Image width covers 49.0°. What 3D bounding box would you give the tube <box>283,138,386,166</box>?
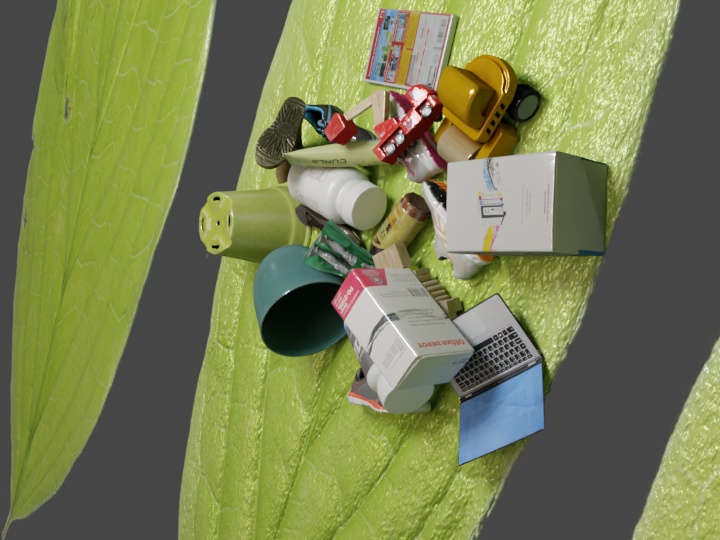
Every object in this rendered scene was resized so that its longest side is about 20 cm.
[{"bbox_3d":[-0.041,-0.217,1.495,0.052,0.199,0.058,-88,-7,-49],"label":"tube"}]

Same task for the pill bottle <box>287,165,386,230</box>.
[{"bbox_3d":[-0.044,-0.155,1.553,0.200,0.114,0.115,32,111,43],"label":"pill bottle"}]

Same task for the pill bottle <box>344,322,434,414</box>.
[{"bbox_3d":[0.051,0.149,1.414,0.114,0.113,0.200,-57,39,29],"label":"pill bottle"}]

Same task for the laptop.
[{"bbox_3d":[0.192,0.177,1.283,0.187,0.116,0.200,-36,88,39],"label":"laptop"}]

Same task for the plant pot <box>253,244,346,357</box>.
[{"bbox_3d":[-0.124,0.045,1.581,0.201,0.200,0.161,-57,40,28],"label":"plant pot"}]

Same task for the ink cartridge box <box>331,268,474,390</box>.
[{"bbox_3d":[0.069,0.093,1.303,0.200,0.144,0.085,53,125,32],"label":"ink cartridge box"}]

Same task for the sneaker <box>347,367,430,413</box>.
[{"bbox_3d":[0.049,0.219,1.472,0.199,0.077,0.082,3,85,46],"label":"sneaker"}]

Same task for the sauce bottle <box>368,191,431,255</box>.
[{"bbox_3d":[0.058,-0.056,1.476,0.200,0.066,0.066,-54,53,32],"label":"sauce bottle"}]

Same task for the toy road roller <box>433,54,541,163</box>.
[{"bbox_3d":[0.181,-0.255,1.295,0.123,0.146,0.201,49,122,36],"label":"toy road roller"}]

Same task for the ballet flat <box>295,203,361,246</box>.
[{"bbox_3d":[-0.059,-0.093,1.618,0.200,0.046,0.068,32,144,41],"label":"ballet flat"}]

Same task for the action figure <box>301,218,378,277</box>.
[{"bbox_3d":[0.000,0.000,1.468,0.118,0.199,0.055,-51,14,40],"label":"action figure"}]

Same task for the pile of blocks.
[{"bbox_3d":[0.106,0.033,1.416,0.200,0.062,0.082,49,123,23],"label":"pile of blocks"}]

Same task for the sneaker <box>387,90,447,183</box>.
[{"bbox_3d":[0.083,-0.242,1.445,0.088,0.081,0.201,-43,59,35],"label":"sneaker"}]

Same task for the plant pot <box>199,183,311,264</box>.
[{"bbox_3d":[-0.238,-0.097,1.706,0.200,0.184,0.202,-2,87,47],"label":"plant pot"}]

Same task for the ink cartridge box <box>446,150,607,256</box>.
[{"bbox_3d":[0.251,-0.095,1.214,0.199,0.147,0.146,2,90,47],"label":"ink cartridge box"}]

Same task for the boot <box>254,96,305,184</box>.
[{"bbox_3d":[-0.156,-0.231,1.604,0.176,0.066,0.200,-61,-5,-24],"label":"boot"}]

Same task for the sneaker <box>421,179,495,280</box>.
[{"bbox_3d":[0.149,-0.069,1.379,0.092,0.075,0.201,-52,53,37],"label":"sneaker"}]

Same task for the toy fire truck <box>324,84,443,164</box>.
[{"bbox_3d":[0.043,-0.267,1.392,0.200,0.049,0.141,-44,67,23],"label":"toy fire truck"}]

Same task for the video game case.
[{"bbox_3d":[0.090,-0.415,1.490,0.200,0.017,0.144,24,106,44],"label":"video game case"}]

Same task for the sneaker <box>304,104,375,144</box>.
[{"bbox_3d":[-0.045,-0.271,1.581,0.200,0.082,0.073,43,117,37],"label":"sneaker"}]
